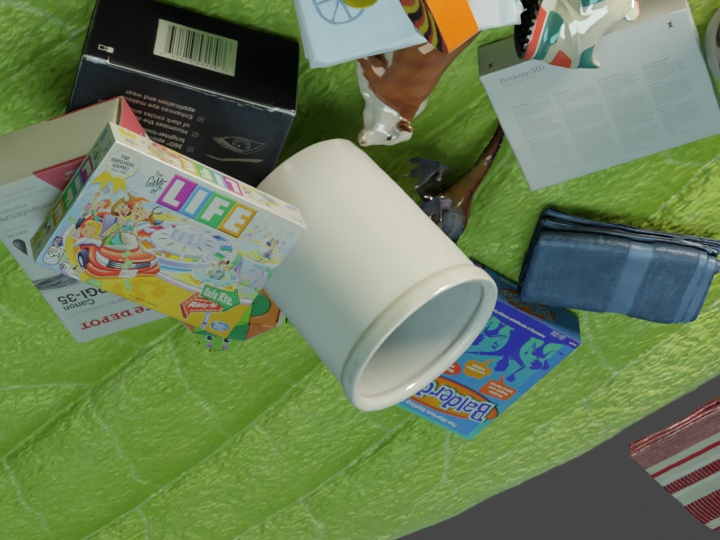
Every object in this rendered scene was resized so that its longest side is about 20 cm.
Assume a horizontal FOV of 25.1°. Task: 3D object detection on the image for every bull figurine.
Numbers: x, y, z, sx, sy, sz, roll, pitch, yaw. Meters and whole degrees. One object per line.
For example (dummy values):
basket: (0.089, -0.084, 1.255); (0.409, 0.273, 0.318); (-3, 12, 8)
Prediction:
bull figurine: (0.039, -0.204, 1.480); (0.121, 0.065, 0.200); (31, 122, -18)

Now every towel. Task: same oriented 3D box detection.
towel: (0.428, 0.230, 1.923); (0.144, 0.023, 0.200); (-31, 128, 24)
towel: (0.267, -0.001, 1.685); (0.199, 0.049, 0.112); (8, 133, -8)

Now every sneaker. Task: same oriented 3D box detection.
sneaker: (0.207, -0.265, 1.405); (0.093, 0.070, 0.201); (15, 118, -13)

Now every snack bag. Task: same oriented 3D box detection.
snack bag: (0.030, -0.284, 1.390); (0.199, 0.021, 0.190); (-12, 111, 4)

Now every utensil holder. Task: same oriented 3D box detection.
utensil holder: (0.000, 0.000, 1.500); (0.170, 0.200, 0.170); (-33, 155, -18)

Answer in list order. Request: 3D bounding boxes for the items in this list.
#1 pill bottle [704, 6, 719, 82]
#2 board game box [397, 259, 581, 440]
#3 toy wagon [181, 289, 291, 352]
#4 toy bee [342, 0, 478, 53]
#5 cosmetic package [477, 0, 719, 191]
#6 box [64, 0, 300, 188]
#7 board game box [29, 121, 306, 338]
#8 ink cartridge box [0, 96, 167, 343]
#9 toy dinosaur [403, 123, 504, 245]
pill bottle: (0.371, -0.194, 1.384); (0.113, 0.200, 0.115); (-1, 98, -6)
board game box: (0.121, 0.092, 1.776); (0.152, 0.045, 0.200); (26, 129, -23)
toy wagon: (-0.139, 0.026, 1.718); (0.154, 0.040, 0.201); (9, 133, -8)
toy bee: (0.038, -0.283, 1.339); (0.130, 0.109, 0.201); (-19, 128, -26)
cosmetic package: (0.228, -0.170, 1.521); (0.199, 0.052, 0.151); (-17, 133, 15)
box: (-0.178, -0.133, 1.514); (0.196, 0.118, 0.201); (15, 131, -12)
board game box: (-0.165, -0.031, 1.400); (0.199, 0.034, 0.135); (24, 114, -32)
ink cartridge box: (-0.236, -0.042, 1.464); (0.146, 0.083, 0.200); (-17, 131, 15)
toy dinosaur: (0.089, -0.032, 1.635); (0.199, 0.105, 0.182); (-24, 150, 6)
